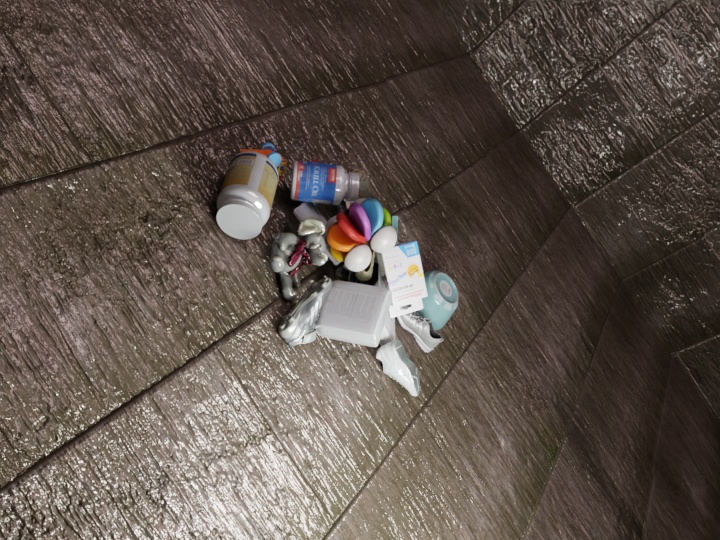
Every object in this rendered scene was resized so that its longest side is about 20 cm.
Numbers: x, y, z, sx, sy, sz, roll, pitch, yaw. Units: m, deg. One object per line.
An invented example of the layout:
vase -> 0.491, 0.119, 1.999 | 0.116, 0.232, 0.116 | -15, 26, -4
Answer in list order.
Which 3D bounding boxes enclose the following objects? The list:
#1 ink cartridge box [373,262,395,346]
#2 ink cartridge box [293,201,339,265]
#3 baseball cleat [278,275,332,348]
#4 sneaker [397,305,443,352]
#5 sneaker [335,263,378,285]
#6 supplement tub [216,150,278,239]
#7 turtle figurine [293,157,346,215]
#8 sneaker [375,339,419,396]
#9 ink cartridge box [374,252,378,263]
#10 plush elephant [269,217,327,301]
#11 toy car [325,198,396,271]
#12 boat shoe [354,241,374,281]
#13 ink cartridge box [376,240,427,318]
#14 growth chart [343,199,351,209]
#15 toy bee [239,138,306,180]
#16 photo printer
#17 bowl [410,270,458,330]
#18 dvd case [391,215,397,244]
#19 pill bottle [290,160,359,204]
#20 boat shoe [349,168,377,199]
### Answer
ink cartridge box -> 0.060, 0.102, 1.758 | 0.162, 0.048, 0.205 | 60, 22, -49
ink cartridge box -> -0.121, -0.103, 1.732 | 0.201, 0.043, 0.174 | 51, 19, -5
baseball cleat -> -0.132, 0.114, 1.564 | 0.200, 0.069, 0.108 | -46, 120, -21
sneaker -> 0.184, 0.160, 1.864 | 0.201, 0.081, 0.076 | 48, 34, -17
sneaker -> 0.001, 0.000, 1.802 | 0.145, 0.076, 0.206 | 37, 43, -25
supplement tub -> -0.300, -0.199, 1.579 | 0.142, 0.143, 0.205 | 31, 44, -25
turtle figurine -> -0.125, -0.256, 1.843 | 0.198, 0.099, 0.154 | 34, 48, -36
sneaker -> 0.112, 0.286, 1.728 | 0.203, 0.078, 0.071 | 60, 26, -24
ink cartridge box -> 0.038, -0.092, 1.871 | 0.101, 0.061, 0.201 | 18, 22, -5
plush elephant -> -0.154, -0.045, 1.596 | 0.203, 0.150, 0.168 | -102, 178, -47
toy car -> -0.007, -0.118, 1.623 | 0.176, 0.197, 0.151 | 52, -8, 31
boat shoe -> 0.017, -0.074, 1.727 | 0.071, 0.063, 0.207 | 2, 70, -10
ink cartridge box -> 0.123, 0.028, 1.714 | 0.111, 0.068, 0.207 | -14, 96, -13
growth chart -> -0.040, -0.238, 1.903 | 0.200, 0.017, 0.149 | 52, 22, -69
toy bee -> -0.256, -0.307, 1.746 | 0.192, 0.111, 0.133 | 1, 42, -10
photo printer -> -0.026, 0.113, 1.619 | 0.070, 0.193, 0.170 | 75, 29, -50
bowl -> 0.251, 0.082, 1.982 | 0.197, 0.104, 0.206 | 25, 48, -31
dvd case -> 0.102, -0.064, 1.857 | 0.021, 0.201, 0.151 | 1, 75, 2
pill bottle -> -0.105, -0.253, 1.741 | 0.192, 0.114, 0.115 | 4, 55, -10
boat shoe -> 0.011, -0.239, 1.959 | 0.065, 0.071, 0.205 | 44, -23, 60
